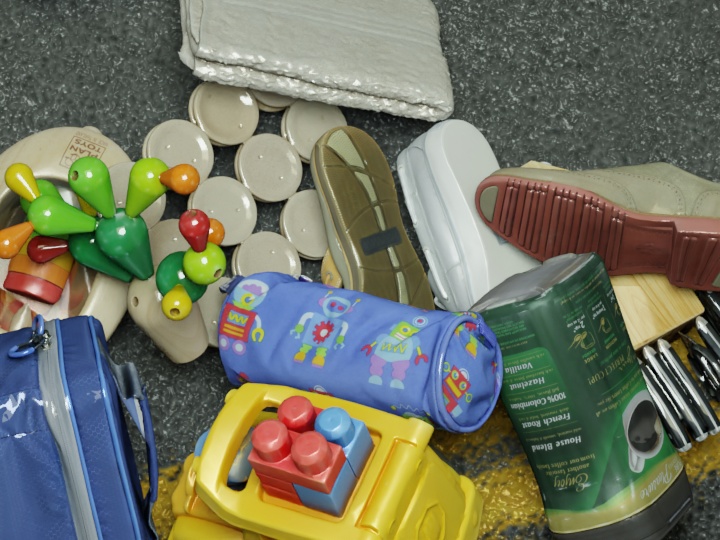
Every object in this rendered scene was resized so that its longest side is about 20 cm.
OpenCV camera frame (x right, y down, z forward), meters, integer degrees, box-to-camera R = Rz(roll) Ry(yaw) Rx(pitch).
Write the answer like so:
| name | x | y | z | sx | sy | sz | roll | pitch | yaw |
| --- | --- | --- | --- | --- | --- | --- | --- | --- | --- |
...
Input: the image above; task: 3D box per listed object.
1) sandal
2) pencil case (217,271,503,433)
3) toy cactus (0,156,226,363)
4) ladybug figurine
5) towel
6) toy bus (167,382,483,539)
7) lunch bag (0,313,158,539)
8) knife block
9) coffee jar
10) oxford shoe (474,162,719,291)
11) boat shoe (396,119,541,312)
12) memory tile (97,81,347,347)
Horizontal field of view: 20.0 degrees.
| name | x | y | z | sx | sy | sz | roll | pitch | yaw |
| --- | --- | --- | --- | --- | --- | --- | --- | --- | --- |
| sandal | 0.000 | 0.000 | 1.431 | 0.080 | 0.054 | 0.201 | -14 | 88 | -43 |
| pencil case | -0.002 | 0.050 | 1.341 | 0.199 | 0.078 | 0.087 | 11 | 69 | 35 |
| toy cactus | -0.147 | 0.000 | 1.317 | 0.199 | 0.165 | 0.102 | 7 | 49 | 37 |
| ladybug figurine | -0.218 | -0.006 | 1.416 | 0.135 | 0.072 | 0.201 | 22 | 73 | 2 |
| towel | -0.033 | -0.166 | 1.448 | 0.199 | 0.035 | 0.133 | 10 | 41 | -16 |
| toy bus | -0.043 | 0.136 | 1.303 | 0.199 | 0.192 | 0.136 | 13 | 63 | 26 |
| lunch bag | -0.197 | 0.123 | 1.315 | 0.132 | 0.136 | 0.201 | -11 | 114 | -7 |
| knife block | 0.182 | 0.032 | 1.435 | 0.199 | 0.064 | 0.176 | 15 | 72 | 1 |
| coffee jar | 0.149 | 0.096 | 1.365 | 0.104 | 0.085 | 0.201 | -33 | 103 | -53 |
| oxford shoe | 0.178 | -0.041 | 1.401 | 0.199 | 0.071 | 0.075 | 14 | 46 | 3 |
| boat shoe | 0.076 | -0.003 | 1.437 | 0.072 | 0.068 | 0.201 | -21 | 86 | -45 |
| memory tile | -0.081 | -0.056 | 1.431 | 0.200 | 0.017 | 0.153 | -43 | 99 | -28 |
